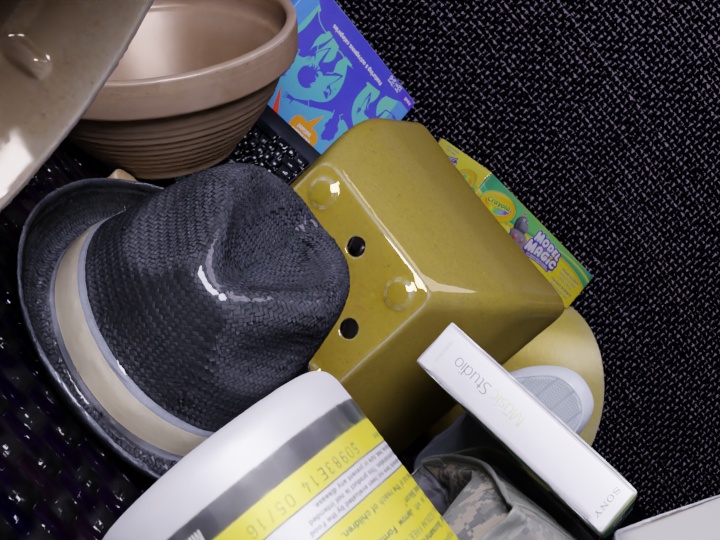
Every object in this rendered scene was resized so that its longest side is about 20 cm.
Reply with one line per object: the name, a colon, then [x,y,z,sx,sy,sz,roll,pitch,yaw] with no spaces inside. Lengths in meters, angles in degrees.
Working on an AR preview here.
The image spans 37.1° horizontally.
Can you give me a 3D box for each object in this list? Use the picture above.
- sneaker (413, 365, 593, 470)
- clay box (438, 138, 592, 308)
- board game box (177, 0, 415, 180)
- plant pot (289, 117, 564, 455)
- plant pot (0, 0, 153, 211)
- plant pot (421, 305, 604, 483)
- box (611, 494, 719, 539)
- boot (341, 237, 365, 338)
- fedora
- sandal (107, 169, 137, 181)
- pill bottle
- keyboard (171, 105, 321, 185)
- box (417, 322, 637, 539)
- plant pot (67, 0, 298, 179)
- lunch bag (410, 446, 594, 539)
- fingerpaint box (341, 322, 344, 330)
sneaker: [0.118,0.123,0.862,0.070,0.200,0.074,-25,81,-43]
clay box: [0.134,-0.055,1.059,0.200,0.048,0.115,41,3,-31]
board game box: [-0.065,-0.124,0.921,0.152,0.201,0.045,44,-6,-35]
plant pot: [0.003,0.014,0.769,0.197,0.194,0.200,52,14,13]
plant pot: [-0.182,-0.113,0.333,0.183,0.202,0.201,38,8,-2]
plant pot: [0.120,0.114,1.064,0.140,0.202,0.201,14,29,-34]
box: [0.237,0.283,0.777,0.129,0.107,0.203,-122,-152,-43]
boot: [0.000,0.000,0.919,0.095,0.203,0.073,37,-31,-26]
fedora: [-0.067,0.008,0.523,0.200,0.091,0.202,40,26,-24]
sandal: [-0.097,-0.002,0.653,0.213,0.069,0.078,56,10,35]
pill bottle: [0.004,0.148,0.385,0.201,0.112,0.112,51,8,9]
keyboard: [-0.124,-0.118,0.826,0.199,0.104,0.040,41,-19,12]
box: [0.114,0.111,0.697,0.144,0.036,0.200,43,0,19]
plant pot: [-0.139,-0.128,0.741,0.202,0.197,0.094,-119,-157,-53]
lunch bag: [0.100,0.206,0.686,0.164,0.118,0.200,46,0,-7]
fingerpaint box: [0.053,0.018,1.086,0.074,0.166,0.200,52,7,22]
